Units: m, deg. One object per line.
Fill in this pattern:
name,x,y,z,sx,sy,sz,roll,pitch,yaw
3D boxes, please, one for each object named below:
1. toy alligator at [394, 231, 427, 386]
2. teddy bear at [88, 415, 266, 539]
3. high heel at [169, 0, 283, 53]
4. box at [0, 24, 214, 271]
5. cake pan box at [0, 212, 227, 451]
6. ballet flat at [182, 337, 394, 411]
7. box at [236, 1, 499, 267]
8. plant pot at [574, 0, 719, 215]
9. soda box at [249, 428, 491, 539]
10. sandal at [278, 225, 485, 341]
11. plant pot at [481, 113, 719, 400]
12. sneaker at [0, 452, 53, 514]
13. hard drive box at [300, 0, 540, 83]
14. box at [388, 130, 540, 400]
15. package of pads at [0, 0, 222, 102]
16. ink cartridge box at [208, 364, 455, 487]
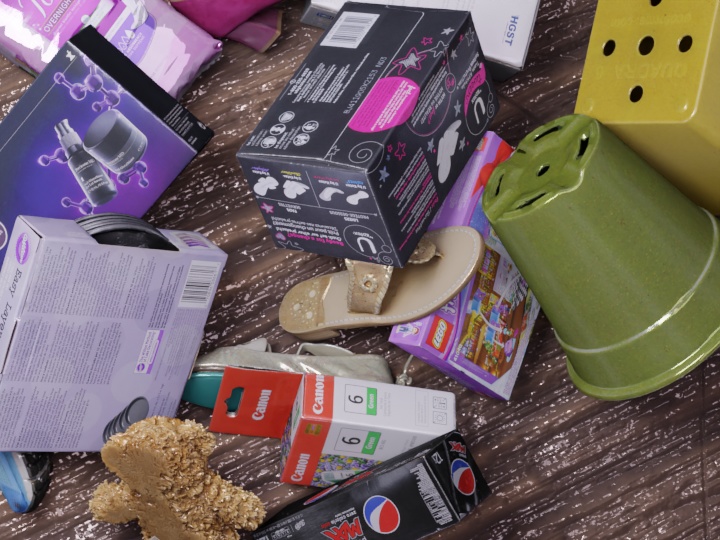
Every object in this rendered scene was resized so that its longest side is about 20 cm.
toy alligator,0.067,0.026,1.567,0.054,0.059,0.201,8,84,-9
teddy bear,-0.151,0.200,1.479,0.144,0.067,0.200,-17,118,29
high heel,-0.081,-0.269,1.504,0.096,0.200,0.068,22,38,-23
box,-0.242,-0.081,1.471,0.141,0.079,0.200,41,107,-5
cake pan box,-0.216,0.053,1.434,0.184,0.052,0.201,2,114,-43
ballet flat,-0.069,0.091,1.546,0.199,0.068,0.063,8,52,-9
box,0.010,-0.115,1.469,0.132,0.115,0.200,9,50,31
plant pot,0.300,-0.167,1.519,0.176,0.200,0.201,19,81,-39
soda box,0.007,0.204,1.482,0.200,0.071,0.064,-27,91,33
sandal,0.000,0.005,1.487,0.070,0.211,0.078,31,50,-42
plant pot,0.204,-0.027,1.497,0.200,0.200,0.190,-48,114,-10
sneaker,-0.336,0.122,1.496,0.090,0.078,0.200,-33,90,9
hard drive box,0.063,-0.274,1.581,0.199,0.077,0.157,16,83,-8
box,0.110,-0.004,1.543,0.137,0.039,0.201,33,72,-44
package of pads,-0.231,-0.204,1.526,0.200,0.076,0.121,37,79,-5
ink cartridge box,-0.026,0.140,1.514,0.199,0.109,0.051,8,51,-9
